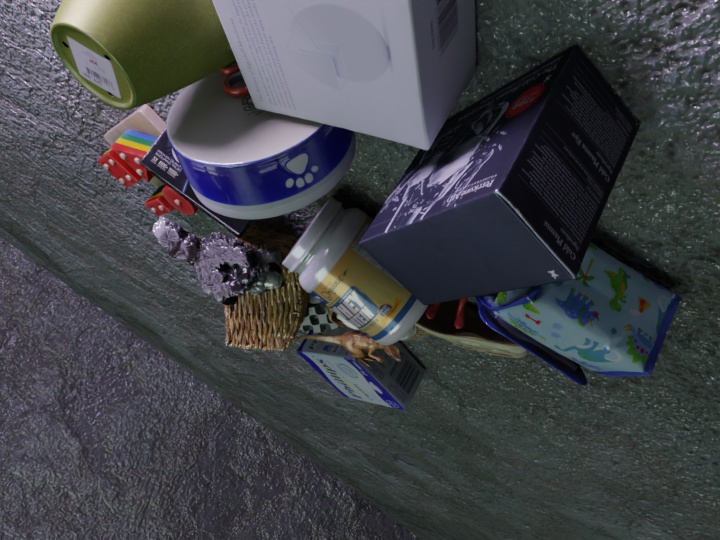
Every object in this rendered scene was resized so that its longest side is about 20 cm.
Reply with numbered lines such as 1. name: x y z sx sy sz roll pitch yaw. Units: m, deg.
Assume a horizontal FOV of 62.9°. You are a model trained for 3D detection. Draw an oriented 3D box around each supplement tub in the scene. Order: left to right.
1. supplement tub: 0.000 0.000 0.870 0.200 0.145 0.145 36 154 -8

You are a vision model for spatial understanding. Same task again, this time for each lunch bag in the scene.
1. lunch bag: 0.245 0.050 0.727 0.170 0.128 0.200 32 167 -5

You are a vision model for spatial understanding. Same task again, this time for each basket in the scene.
1. basket: -0.162 0.029 1.071 0.142 0.201 0.149 3 -166 3

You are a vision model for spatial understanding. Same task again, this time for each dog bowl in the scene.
1. dog bowl: -0.108 -0.157 0.658 0.199 0.201 0.079 19 148 25

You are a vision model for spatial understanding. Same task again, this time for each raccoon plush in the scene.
1. raccoon plush: -0.206 -0.032 0.925 0.200 0.097 0.134 45 -165 4

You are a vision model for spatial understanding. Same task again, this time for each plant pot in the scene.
1. plant pot: -0.194 -0.257 0.577 0.186 0.201 0.187 25 153 14

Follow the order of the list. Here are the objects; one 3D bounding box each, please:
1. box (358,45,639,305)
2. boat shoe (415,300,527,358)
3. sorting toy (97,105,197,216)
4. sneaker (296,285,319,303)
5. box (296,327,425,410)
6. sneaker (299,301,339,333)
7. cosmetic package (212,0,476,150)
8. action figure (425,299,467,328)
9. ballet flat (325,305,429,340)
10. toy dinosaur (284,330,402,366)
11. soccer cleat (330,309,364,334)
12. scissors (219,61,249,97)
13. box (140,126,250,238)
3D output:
1. box: 0.125 -0.078 0.557 0.104 0.183 0.200 41 152 -19
2. boat shoe: 0.168 0.094 0.936 0.199 0.072 0.065 12 147 25
3. sorting toy: -0.364 -0.175 1.055 0.198 0.070 0.200 -4 136 50
4. sneaker: -0.109 0.013 1.100 0.200 0.071 0.080 -3 134 50
5. box: 0.000 0.192 1.248 0.199 0.105 0.184 -1 138 49
6. sneaker: -0.019 0.068 1.109 0.199 0.089 0.075 -1 113 14
7. cosmetic package: -0.015 -0.236 0.506 0.199 0.123 0.200 19 151 23
8. action figure: 0.127 0.000 0.740 0.065 0.099 0.201 17 125 8
9. ballet flat: 0.033 0.091 1.025 0.199 0.065 0.071 11 117 5
10. toy dinosaur: -0.017 0.123 1.029 0.199 0.061 0.106 3 158 19
11. soccer cleat: -0.035 0.021 0.983 0.200 0.084 0.065 45 165 15
12. scissors: -0.061 -0.229 0.643 0.199 0.073 0.014 -9 141 6
13. box: -0.223 -0.132 0.887 0.163 0.086 0.200 37 174 -9
